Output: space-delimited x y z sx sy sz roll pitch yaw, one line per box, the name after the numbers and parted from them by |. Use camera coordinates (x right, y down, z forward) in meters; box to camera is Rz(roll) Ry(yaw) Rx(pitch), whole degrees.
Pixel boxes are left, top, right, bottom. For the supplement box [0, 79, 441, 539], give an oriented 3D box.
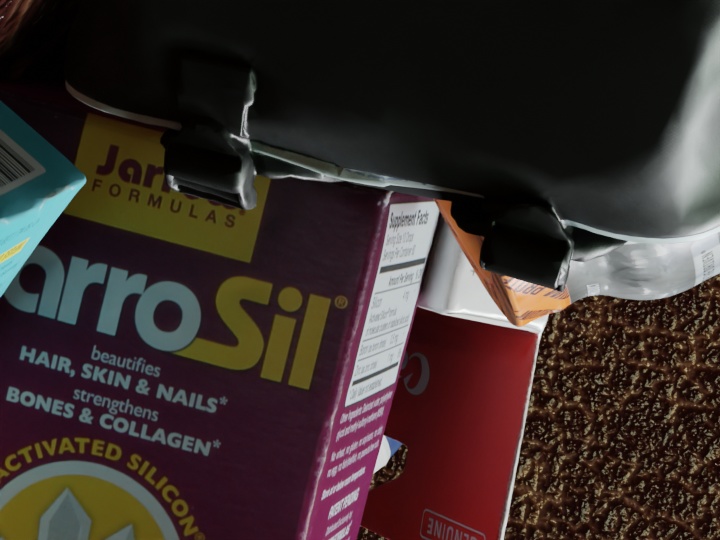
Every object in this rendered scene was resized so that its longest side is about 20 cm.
-0.065 0.054 0.829 0.103 0.130 0.201 -16 120 -80 | supplement box

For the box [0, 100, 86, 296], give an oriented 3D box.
-0.162 0.040 0.753 0.200 0.049 0.082 -51 174 24 | box

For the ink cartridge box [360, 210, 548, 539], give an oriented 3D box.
0.000 0.000 0.944 0.200 0.045 0.177 16 -86 62 | ink cartridge box

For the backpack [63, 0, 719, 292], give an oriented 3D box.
0.036 -0.106 0.631 0.200 0.177 0.151 -49 148 -62 | backpack

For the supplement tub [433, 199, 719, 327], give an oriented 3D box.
0.109 -0.072 0.774 0.200 0.123 0.123 -29 174 -3 | supplement tub

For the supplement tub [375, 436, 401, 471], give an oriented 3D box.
0.012 -0.014 1.322 0.200 0.145 0.145 -48 175 -14 | supplement tub
